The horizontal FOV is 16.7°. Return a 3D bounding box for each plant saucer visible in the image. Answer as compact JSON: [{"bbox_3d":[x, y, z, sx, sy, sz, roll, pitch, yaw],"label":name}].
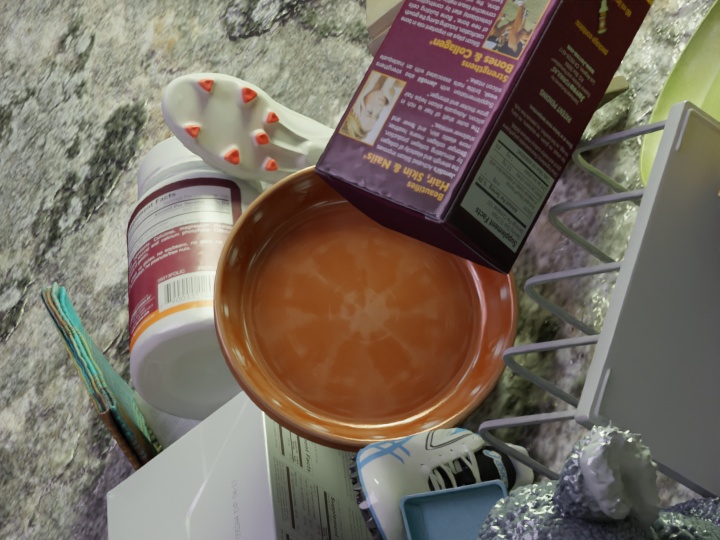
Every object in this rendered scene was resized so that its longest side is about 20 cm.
[{"bbox_3d":[0.077,0.220,1.392,0.070,0.019,0.201,-13,92,29],"label":"plant saucer"},{"bbox_3d":[0.245,-0.127,1.529,0.200,0.031,0.200,-55,13,20],"label":"plant saucer"},{"bbox_3d":[0.003,0.024,1.594,0.032,0.199,0.201,105,-178,-67],"label":"plant saucer"}]

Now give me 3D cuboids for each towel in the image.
[{"bbox_3d":[-0.185,0.107,1.881,0.022,0.147,0.200,-32,33,-3],"label":"towel"}]

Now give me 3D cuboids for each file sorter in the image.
[{"bbox_3d":[0.173,0.029,1.433,0.124,0.138,0.201,-11,54,55],"label":"file sorter"}]

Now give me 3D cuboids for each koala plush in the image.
[{"bbox_3d":[0.134,0.174,1.294,0.177,0.200,0.184,-42,34,26],"label":"koala plush"}]

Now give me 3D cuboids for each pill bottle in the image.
[{"bbox_3d":[-0.116,0.001,1.812,0.114,0.114,0.201,-37,39,31],"label":"pill bottle"}]

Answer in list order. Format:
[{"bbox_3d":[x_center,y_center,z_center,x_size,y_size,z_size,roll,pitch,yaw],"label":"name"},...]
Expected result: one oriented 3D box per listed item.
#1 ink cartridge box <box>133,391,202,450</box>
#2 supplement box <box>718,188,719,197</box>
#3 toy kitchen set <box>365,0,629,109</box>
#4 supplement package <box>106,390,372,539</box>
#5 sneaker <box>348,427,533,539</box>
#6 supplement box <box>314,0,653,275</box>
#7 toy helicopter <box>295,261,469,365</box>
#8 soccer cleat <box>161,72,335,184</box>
[{"bbox_3d":[-0.082,0.091,1.843,0.160,0.047,0.200,-52,36,9],"label":"ink cartridge box"},{"bbox_3d":[0.303,-0.107,1.390,0.109,0.109,0.201,-4,60,54],"label":"supplement box"},{"bbox_3d":[0.034,-0.133,1.672,0.200,0.180,0.164,-36,80,33],"label":"toy kitchen set"},{"bbox_3d":[-0.079,0.208,1.650,0.156,0.111,0.201,-37,36,23],"label":"supplement package"},{"bbox_3d":[0.049,0.129,1.489,0.072,0.200,0.072,-23,84,21],"label":"sneaker"},{"bbox_3d":[0.076,-0.114,1.471,0.110,0.086,0.201,23,82,40],"label":"supplement box"},{"bbox_3d":[0.000,0.000,1.673,0.079,0.132,0.201,-52,41,34],"label":"toy helicopter"},{"bbox_3d":[-0.062,-0.093,1.826,0.078,0.199,0.070,2,75,68],"label":"soccer cleat"}]
